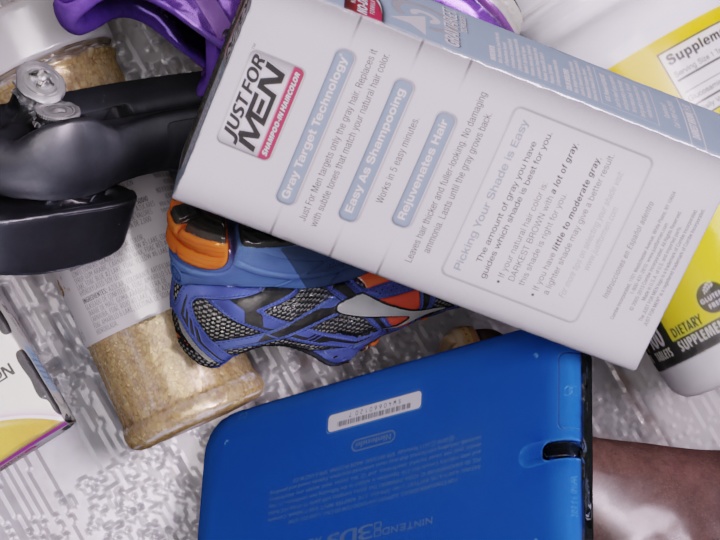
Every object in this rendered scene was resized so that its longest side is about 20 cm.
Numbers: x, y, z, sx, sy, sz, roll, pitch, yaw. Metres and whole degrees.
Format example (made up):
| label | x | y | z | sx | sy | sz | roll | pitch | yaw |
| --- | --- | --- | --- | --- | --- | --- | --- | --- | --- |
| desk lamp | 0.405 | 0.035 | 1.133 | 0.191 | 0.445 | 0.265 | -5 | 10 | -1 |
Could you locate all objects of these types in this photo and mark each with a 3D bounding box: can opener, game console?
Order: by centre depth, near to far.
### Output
| label | x | y | z | sx | sy | sz | roll | pitch | yaw |
| --- | --- | --- | --- | --- | --- | --- | --- | --- | --- |
| can opener | -0.087 | -0.059 | 0.990 | 0.200 | 0.079 | 0.063 | -19 | 47 | -36 |
| game console | 0.037 | 0.139 | 1.002 | 0.199 | 0.118 | 0.171 | -17 | 55 | 32 |

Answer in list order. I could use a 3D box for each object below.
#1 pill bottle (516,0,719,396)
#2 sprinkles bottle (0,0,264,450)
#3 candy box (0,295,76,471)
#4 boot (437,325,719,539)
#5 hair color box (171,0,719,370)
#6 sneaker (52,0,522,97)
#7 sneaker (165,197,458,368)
| label | x | y | z | sx | sy | sz | roll | pitch | yaw |
| --- | --- | --- | --- | --- | --- | --- | --- | --- | --- |
| pill bottle | 0.136 | -0.056 | 1.018 | 0.112 | 0.112 | 0.200 | -30 | 87 | -3 |
| sprinkles bottle | -0.111 | -0.024 | 1.032 | 0.068 | 0.068 | 0.201 | -24 | 87 | -3 |
| candy box | -0.235 | 0.018 | 1.030 | 0.136 | 0.061 | 0.200 | -32 | 88 | -4 |
| boot | 0.135 | 0.099 | 1.044 | 0.166 | 0.072 | 0.201 | -19 | 82 | -17 |
| hair color box | 0.036 | -0.046 | 0.926 | 0.199 | 0.061 | 0.099 | 20 | 113 | -9 |
| sneaker | -0.033 | -0.107 | 0.976 | 0.199 | 0.081 | 0.084 | 10 | 76 | -2 |
| sneaker | 0.000 | 0.000 | 1.015 | 0.199 | 0.075 | 0.079 | -1 | 123 | -29 |
